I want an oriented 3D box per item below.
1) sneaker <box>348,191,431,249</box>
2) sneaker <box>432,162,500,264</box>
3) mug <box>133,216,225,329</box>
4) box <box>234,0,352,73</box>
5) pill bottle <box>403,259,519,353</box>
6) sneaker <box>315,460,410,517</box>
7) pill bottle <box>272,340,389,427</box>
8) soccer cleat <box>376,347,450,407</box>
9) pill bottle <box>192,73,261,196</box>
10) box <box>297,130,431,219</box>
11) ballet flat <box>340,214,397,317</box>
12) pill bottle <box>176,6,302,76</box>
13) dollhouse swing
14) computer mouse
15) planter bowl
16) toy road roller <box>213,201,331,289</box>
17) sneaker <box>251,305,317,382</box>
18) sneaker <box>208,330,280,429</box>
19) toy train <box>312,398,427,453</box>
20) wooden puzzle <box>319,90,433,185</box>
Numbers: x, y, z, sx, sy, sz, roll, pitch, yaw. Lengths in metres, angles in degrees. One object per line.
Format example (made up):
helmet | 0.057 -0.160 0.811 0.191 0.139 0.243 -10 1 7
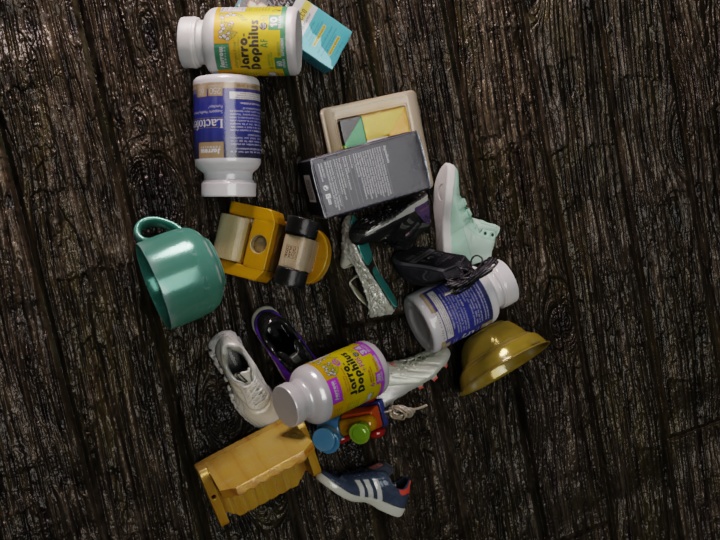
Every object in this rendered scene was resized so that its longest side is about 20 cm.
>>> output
sneaker | 0.065 -0.071 1.659 0.199 0.075 0.088 -29 112 -39
sneaker | 0.203 -0.107 1.730 0.117 0.074 0.203 -6 105 -12
mug | -0.299 -0.008 1.519 0.114 0.152 0.187 -22 100 -20
box | -0.119 -0.440 1.609 0.199 0.049 0.083 30 83 -19
pill bottle | 0.192 0.060 1.714 0.199 0.120 0.121 -26 101 -15
sneaker | 0.009 0.388 1.697 0.199 0.075 0.085 26 86 -29
pill bottle | -0.052 0.199 1.575 0.199 0.104 0.105 -21 101 -37
soccer cleat | 0.081 0.192 1.711 0.199 0.069 0.078 -34 106 -11
pill bottle | -0.226 -0.226 1.550 0.114 0.116 0.202 -3 94 -19
box | 0.004 -0.167 1.589 0.198 0.148 0.105 -16 98 -10
ballet flat | 0.000 0.000 1.675 0.071 0.072 0.201 -29 100 -15
pill bottle | -0.201 -0.384 1.530 0.198 0.113 0.114 1 93 3
dollhouse swing | -0.156 0.365 1.557 0.199 0.176 0.183 -25 119 -17
computer mouse | 0.140 0.005 1.663 0.138 0.199 0.053 -28 121 -40
planter bowl | 0.253 0.152 1.729 0.199 0.201 0.084 -26 74 -16
toy road roller | -0.147 -0.037 1.605 0.198 0.146 0.124 14 89 18
sneaker | -0.120 0.155 1.619 0.069 0.099 0.201 -41 105 -10
sneaker | -0.199 0.201 1.607 0.075 0.081 0.201 -34 105 -16
toy train | 0.015 0.271 1.626 0.198 0.116 0.086 -12 99 16
wooden puzzle | 0.034 -0.225 1.684 0.198 0.037 0.187 -15 98 -18
